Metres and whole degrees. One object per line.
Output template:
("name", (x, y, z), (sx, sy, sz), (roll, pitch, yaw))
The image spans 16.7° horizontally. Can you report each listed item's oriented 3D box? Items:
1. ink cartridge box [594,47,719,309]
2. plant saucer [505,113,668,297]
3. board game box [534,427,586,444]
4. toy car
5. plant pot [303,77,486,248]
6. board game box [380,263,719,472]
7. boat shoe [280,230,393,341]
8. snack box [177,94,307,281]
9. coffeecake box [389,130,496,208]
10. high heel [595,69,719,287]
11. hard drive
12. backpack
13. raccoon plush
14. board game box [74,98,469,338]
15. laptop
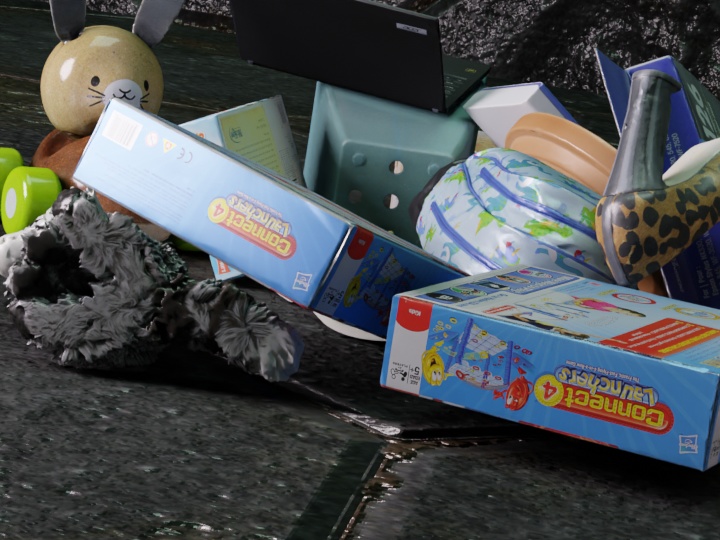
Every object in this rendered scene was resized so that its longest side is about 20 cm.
("ink cartridge box", (0.243, -0.044, 1.681), (0.047, 0.198, 0.200), (-24, -28, 21))
("plant saucer", (0.181, -0.033, 1.802), (0.200, 0.032, 0.200), (41, -14, 13))
("board game box", (0.156, 0.077, 1.516), (0.105, 0.024, 0.200), (21, 15, 41))
("toy car", (-0.188, -0.125, 1.833), (0.164, 0.200, 0.158), (3, 11, -28))
("plant pot", (0.024, -0.084, 1.988), (0.141, 0.142, 0.200), (9, 18, -1))
("board game box", (0.142, 0.051, 1.426), (0.196, 0.056, 0.200), (14, 11, 24))
("boat shoe", (-0.003, 0.000, 1.671), (0.072, 0.060, 0.202), (-10, 18, -28))
("snack box", (-0.082, -0.064, 1.824), (0.037, 0.116, 0.200), (-15, 5, 13))
("coffeecake box", (0.140, -0.078, 2.221), (0.200, 0.073, 0.154), (10, 11, 9))
("high heel", (0.234, -0.026, 1.585), (0.200, 0.143, 0.071), (26, -23, -29))
("hard drive", (0.173, -0.063, 1.898), (0.200, 0.025, 0.132), (47, -12, -14))
("backpack", (0.119, -0.007, 1.652), (0.163, 0.154, 0.200), (35, 22, -7))
("raccoon plush", (-0.134, 0.026, 1.471), (0.200, 0.097, 0.134), (34, -1, 0))
("board game box", (-0.043, -0.022, 1.519), (0.200, 0.056, 0.196), (28, 3, 32))
("laptop", (0.002, -0.197, 1.946), (0.177, 0.103, 0.200), (16, 25, 14))
